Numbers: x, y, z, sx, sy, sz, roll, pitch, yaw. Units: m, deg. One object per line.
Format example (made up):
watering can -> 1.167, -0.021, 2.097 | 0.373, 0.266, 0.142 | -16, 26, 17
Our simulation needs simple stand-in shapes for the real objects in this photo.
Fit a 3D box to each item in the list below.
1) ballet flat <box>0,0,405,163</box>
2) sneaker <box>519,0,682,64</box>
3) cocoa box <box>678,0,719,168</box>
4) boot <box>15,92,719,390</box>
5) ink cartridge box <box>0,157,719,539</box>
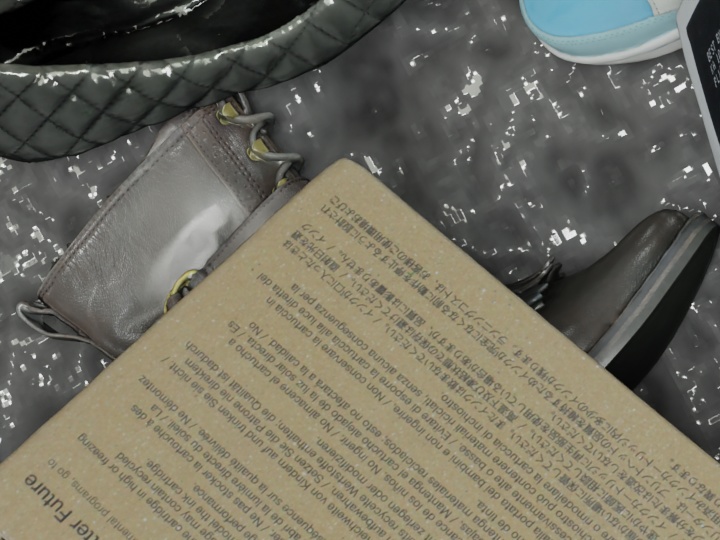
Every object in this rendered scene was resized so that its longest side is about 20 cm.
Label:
ballet flat -> -0.052, -0.091, 0.995 | 0.199, 0.057, 0.067 | -26, 60, 13
sneaker -> 0.088, -0.131, 0.922 | 0.200, 0.130, 0.080 | -41, 64, 39
cocoa box -> 0.185, -0.067, 0.831 | 0.130, 0.200, 0.134 | -10, 71, -11
boot -> 0.000, 0.000, 1.006 | 0.200, 0.069, 0.174 | -41, 75, 2
ink cartridge box -> 0.010, 0.089, 0.886 | 0.165, 0.075, 0.200 | -42, 64, -15
